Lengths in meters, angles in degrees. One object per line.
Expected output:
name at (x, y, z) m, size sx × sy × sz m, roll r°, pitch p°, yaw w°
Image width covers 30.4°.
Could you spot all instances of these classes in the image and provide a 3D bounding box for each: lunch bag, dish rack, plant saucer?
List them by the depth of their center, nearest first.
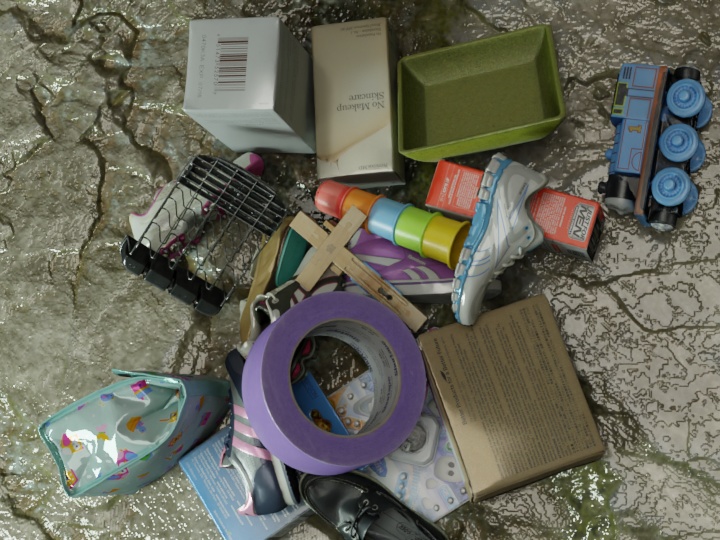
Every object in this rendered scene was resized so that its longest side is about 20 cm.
lunch bag at (-0.260, 0.184, 1.612) m, size 0.199 × 0.170 × 0.122 m, roll -33°, pitch 75°, yaw 10°
plant saucer at (0.146, -0.206, 1.612) m, size 0.199 × 0.048 × 0.201 m, roll -12°, pitch 42°, yaw 11°
dish rack at (-0.190, -0.048, 1.634) m, size 0.153 × 0.055 × 0.200 m, roll 30°, pitch 112°, yaw -17°

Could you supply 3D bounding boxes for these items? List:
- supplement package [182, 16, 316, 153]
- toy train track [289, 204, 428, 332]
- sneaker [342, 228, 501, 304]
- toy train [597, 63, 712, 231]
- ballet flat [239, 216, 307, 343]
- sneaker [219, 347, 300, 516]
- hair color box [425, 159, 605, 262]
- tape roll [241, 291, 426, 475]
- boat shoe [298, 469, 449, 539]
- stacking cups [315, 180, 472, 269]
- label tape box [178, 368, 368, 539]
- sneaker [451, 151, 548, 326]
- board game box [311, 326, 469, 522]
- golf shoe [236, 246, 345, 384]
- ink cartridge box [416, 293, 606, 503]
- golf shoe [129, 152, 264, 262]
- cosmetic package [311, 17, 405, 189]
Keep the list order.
supplement package at (-0.129, -0.224, 1.640) m, size 0.117 × 0.200 × 0.118 m, roll 0°, pitch 80°, yaw 13°
toy train track at (0.000, 0.000, 1.591) m, size 0.200 × 0.033 × 0.115 m, roll 40°, pitch 100°, yaw 8°
sneaker at (0.076, -0.019, 1.622) m, size 0.199 × 0.073 × 0.115 m, roll 2°, pitch 77°, yaw 14°
toy train at (0.349, -0.149, 1.575) m, size 0.114 × 0.087 × 0.201 m, roll 9°, pitch 84°, yaw 24°
ballet flat at (-0.117, 0.028, 1.671) m, size 0.063 × 0.069 × 0.201 m, roll 10°, pitch 77°, yaw 38°
sneaker at (-0.139, 0.193, 1.569) m, size 0.082 × 0.070 × 0.201 m, roll -22°, pitch 73°, yaw 5°
hair color box at (0.187, -0.071, 1.587) m, size 0.199 × 0.101 × 0.062 m, roll 17°, pitch 87°, yaw 15°
tape roll at (-0.030, 0.130, 1.525) m, size 0.199 × 0.085 × 0.201 m, roll 5°, pitch 74°, yaw -19°
boat shoe at (0.017, 0.294, 1.540) m, size 0.199 × 0.066 × 0.075 m, roll 35°, pitch 97°, yaw -5°
stacking cups at (0.034, -0.057, 1.590) m, size 0.199 × 0.060 × 0.061 m, roll 19°, pitch 85°, yaw 25°
label tape box at (-0.100, 0.238, 1.620) m, size 0.200 × 0.063 × 0.145 m, roll -35°, pitch 73°, yaw 4°
sneaker at (0.161, -0.027, 1.506) m, size 0.086 × 0.075 × 0.201 m, roll 17°, pitch 98°, yaw 10°
board game box at (0.062, 0.201, 1.608) m, size 0.199 × 0.026 × 0.201 m, roll -33°, pitch 74°, yaw 6°
golf shoe at (-0.081, 0.040, 1.609) m, size 0.077 × 0.088 × 0.201 m, roll -19°, pitch 44°, yaw 48°
ink cartridge box at (0.172, 0.150, 1.546) m, size 0.164 × 0.075 × 0.201 m, roll -18°, pitch 74°, yaw -3°
golf shoe at (-0.215, -0.094, 1.706) m, size 0.200 × 0.075 × 0.092 m, roll -41°, pitch 70°, yaw 3°
cosmetic package at (-0.003, -0.208, 1.674) m, size 0.103 × 0.073 × 0.201 m, roll -6°, pitch 78°, yaw 12°
